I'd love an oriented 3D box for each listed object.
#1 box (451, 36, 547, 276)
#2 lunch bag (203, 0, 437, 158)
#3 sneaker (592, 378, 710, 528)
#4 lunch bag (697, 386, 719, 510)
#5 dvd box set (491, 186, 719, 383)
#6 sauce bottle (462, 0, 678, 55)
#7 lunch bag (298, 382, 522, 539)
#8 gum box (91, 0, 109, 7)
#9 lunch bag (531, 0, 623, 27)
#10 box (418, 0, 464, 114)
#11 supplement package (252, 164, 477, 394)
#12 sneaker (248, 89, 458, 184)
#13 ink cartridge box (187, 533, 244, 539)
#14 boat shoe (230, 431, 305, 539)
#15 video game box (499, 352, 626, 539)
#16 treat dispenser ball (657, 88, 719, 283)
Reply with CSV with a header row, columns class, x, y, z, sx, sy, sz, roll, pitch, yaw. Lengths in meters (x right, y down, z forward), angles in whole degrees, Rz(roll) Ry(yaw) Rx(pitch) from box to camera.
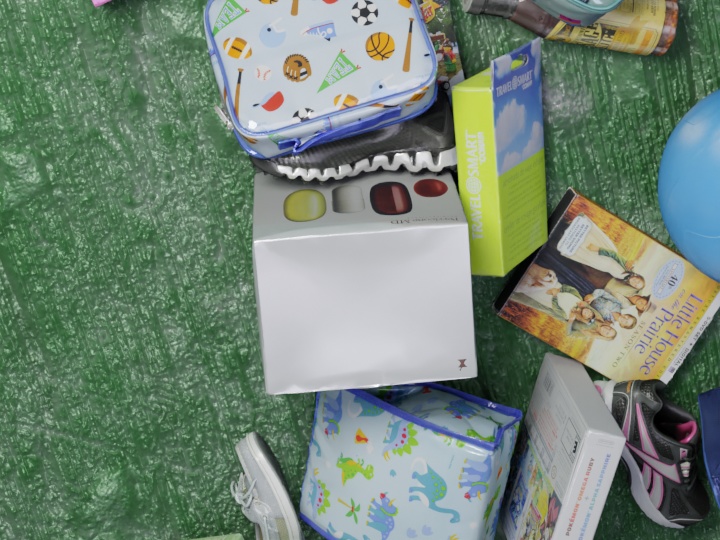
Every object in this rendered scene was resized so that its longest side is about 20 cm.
class,x,y,z,sx,sy,sz,roll,pitch,yaw
box,0.132,-0.108,1.570,0.047,0.122,0.201,5,110,27
lunch bag,-0.037,-0.184,1.473,0.199,0.076,0.161,-17,76,-3
sneaker,0.309,0.185,1.702,0.086,0.081,0.200,-16,129,35
lunch bag,0.423,0.186,1.691,0.132,0.200,0.136,-19,114,17
dvd box set,0.252,0.027,1.688,0.199,0.029,0.147,30,102,-17
sauce bottle,0.194,-0.243,1.568,0.199,0.066,0.066,7,108,-10
lunch bag,0.042,0.198,1.665,0.199,0.127,0.171,16,108,16
gum box,-0.222,-0.345,1.457,0.113,0.066,0.201,-24,111,0
lunch bag,0.194,-0.329,1.500,0.160,0.077,0.201,33,82,-8
box,-0.007,-0.182,1.566,0.199,0.038,0.137,-16,111,-4
supplement package,0.000,0.000,1.535,0.190,0.200,0.148,-5,110,-2
sneaker,-0.004,-0.131,1.532,0.199,0.066,0.091,-5,108,-12
ink cartridge box,-0.098,0.329,1.669,0.199,0.048,0.146,-13,115,32
boat shoe,-0.093,0.256,1.687,0.064,0.074,0.203,-18,118,-6
video game box,0.192,0.201,1.647,0.047,0.200,0.183,15,107,-10
treat dispenser ball,0.380,-0.080,1.584,0.200,0.201,0.202,-3,110,-9
